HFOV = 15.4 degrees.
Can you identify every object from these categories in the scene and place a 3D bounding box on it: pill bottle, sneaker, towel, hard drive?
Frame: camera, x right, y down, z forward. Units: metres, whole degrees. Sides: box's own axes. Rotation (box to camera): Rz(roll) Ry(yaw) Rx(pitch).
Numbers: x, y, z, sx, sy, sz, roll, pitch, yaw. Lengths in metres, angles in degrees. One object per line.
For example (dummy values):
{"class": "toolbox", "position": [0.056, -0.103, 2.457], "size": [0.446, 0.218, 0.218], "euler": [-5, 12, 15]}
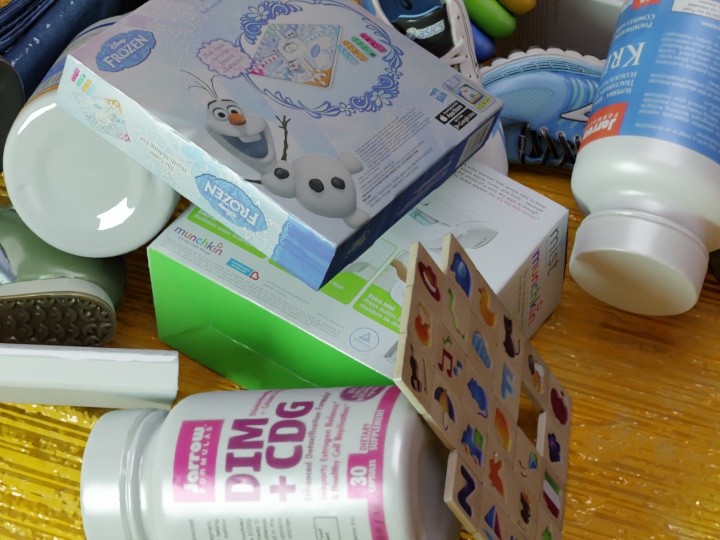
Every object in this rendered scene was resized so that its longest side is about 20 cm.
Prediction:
{"class": "pill bottle", "position": [-0.050, 0.124, 1.515], "size": [0.199, 0.114, 0.114], "euler": [-3, 47, 20]}
{"class": "sneaker", "position": [0.149, -0.092, 1.743], "size": [0.198, 0.079, 0.090], "euler": [-6, 56, -2]}
{"class": "sneaker", "position": [0.043, -0.130, 1.688], "size": [0.071, 0.201, 0.073], "euler": [-18, 10, 3]}
{"class": "towel", "position": [-0.193, -0.173, 1.789], "size": [0.048, 0.112, 0.200], "euler": [34, 57, 10]}
{"class": "hard drive", "position": [-0.208, 0.061, 1.572], "size": [0.198, 0.132, 0.027], "euler": [3, 82, -5]}
{"class": "sneaker", "position": [-0.242, -0.001, 1.681], "size": [0.199, 0.067, 0.090], "euler": [6, 41, 6]}
{"class": "pill bottle", "position": [0.194, -0.079, 1.654], "size": [0.111, 0.112, 0.201], "euler": [13, 65, 11]}
{"class": "pill bottle", "position": [-0.151, -0.096, 1.694], "size": [0.111, 0.113, 0.200], "euler": [6, 24, 6]}

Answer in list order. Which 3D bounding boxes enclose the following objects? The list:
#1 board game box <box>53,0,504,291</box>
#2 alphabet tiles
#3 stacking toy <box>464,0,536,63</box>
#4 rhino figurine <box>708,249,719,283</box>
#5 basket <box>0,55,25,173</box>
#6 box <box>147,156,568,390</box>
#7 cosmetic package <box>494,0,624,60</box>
{"class": "board game box", "position": [-0.046, -0.100, 1.597], "size": [0.199, 0.044, 0.200], "euler": [36, 42, 13]}
{"class": "alphabet tiles", "position": [0.072, 0.082, 1.528], "size": [0.008, 0.200, 0.168], "euler": [-15, 44, 26]}
{"class": "stacking toy", "position": [0.080, -0.183, 1.752], "size": [0.200, 0.085, 0.086], "euler": [-44, 54, 11]}
{"class": "rhino figurine", "position": [0.277, -0.058, 1.722], "size": [0.087, 0.060, 0.201], "euler": [14, 51, 10]}
{"class": "basket", "position": [-0.322, -0.125, 1.701], "size": [0.199, 0.181, 0.136], "euler": [31, 39, 27]}
{"class": "box", "position": [0.000, 0.000, 1.651], "size": [0.199, 0.097, 0.177], "euler": [27, 54, 22]}
{"class": "cosmetic package", "position": [0.167, -0.195, 1.828], "size": [0.199, 0.081, 0.113], "euler": [17, 52, 13]}
